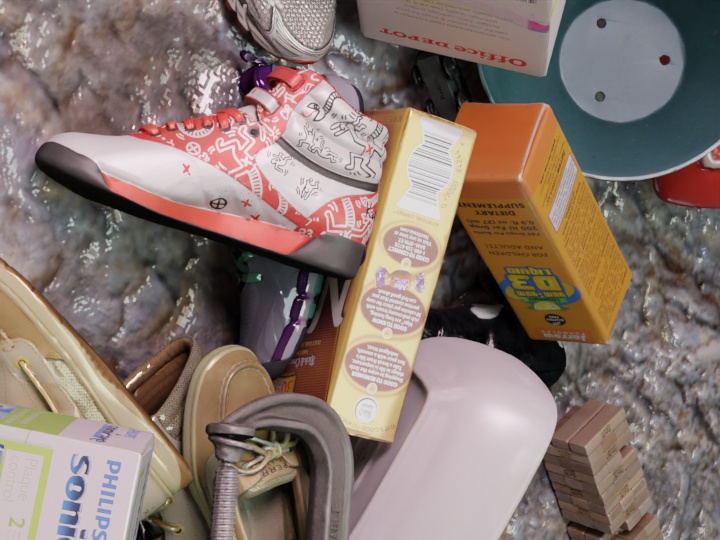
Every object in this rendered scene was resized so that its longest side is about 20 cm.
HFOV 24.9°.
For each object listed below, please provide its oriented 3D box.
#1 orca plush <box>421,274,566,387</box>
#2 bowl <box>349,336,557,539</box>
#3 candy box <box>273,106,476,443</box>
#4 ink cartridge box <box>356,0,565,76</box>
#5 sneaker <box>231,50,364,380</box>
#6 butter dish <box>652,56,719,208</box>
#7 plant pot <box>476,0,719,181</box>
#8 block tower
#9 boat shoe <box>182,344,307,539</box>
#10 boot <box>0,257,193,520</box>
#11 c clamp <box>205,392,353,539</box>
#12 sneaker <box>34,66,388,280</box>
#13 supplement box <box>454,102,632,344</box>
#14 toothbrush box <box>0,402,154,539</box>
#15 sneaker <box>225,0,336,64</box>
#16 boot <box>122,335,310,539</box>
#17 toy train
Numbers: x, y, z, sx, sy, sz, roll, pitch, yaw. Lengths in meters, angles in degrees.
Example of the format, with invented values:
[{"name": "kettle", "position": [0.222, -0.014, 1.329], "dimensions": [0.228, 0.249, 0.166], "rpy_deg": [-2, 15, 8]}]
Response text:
[{"name": "orca plush", "position": [0.095, 0.050, 1.173], "dimensions": [0.200, 0.071, 0.106], "rpy_deg": [37, 72, -41]}, {"name": "bowl", "position": [0.031, 0.132, 1.048], "dimensions": [0.074, 0.200, 0.201], "rpy_deg": [30, 93, -15]}, {"name": "candy box", "position": [0.000, 0.000, 1.035], "dimensions": [0.056, 0.117, 0.201], "rpy_deg": [15, 87, -26]}, {"name": "ink cartridge box", "position": [0.071, -0.217, 1.010], "dimensions": [0.200, 0.128, 0.126], "rpy_deg": [79, 27, -73]}, {"name": "sneaker", "position": [-0.066, -0.033, 1.021], "dimensions": [0.087, 0.074, 0.201], "rpy_deg": [17, 82, -23]}, {"name": "butter dish", "position": [0.327, -0.156, 1.316], "dimensions": [0.198, 0.148, 0.201], "rpy_deg": [0, 100, 1]}, {"name": "plant pot", "position": [0.185, -0.159, 1.160], "dimensions": [0.135, 0.199, 0.201], "rpy_deg": [9, 93, -81]}, {"name": "block tower", "position": [0.202, 0.198, 1.317], "dimensions": [0.058, 0.054, 0.201], "rpy_deg": [-38, 123, -31]}, {"name": "boat shoe", "position": [-0.056, 0.143, 0.961], "dimensions": [0.073, 0.063, 0.202], "rpy_deg": [-11, 100, -48]}, {"name": "boot", "position": [-0.209, 0.089, 0.885], "dimensions": [0.155, 0.073, 0.200], "rpy_deg": [-42, 104, -8]}, {"name": "c clamp", "position": [-0.059, 0.160, 0.901], "dimensions": [0.171, 0.027, 0.201], "rpy_deg": [23, 69, -45]}, {"name": "sneaker", "position": [-0.080, -0.074, 0.951], "dimensions": [0.201, 0.067, 0.108], "rpy_deg": [18, 84, -16]}, {"name": "supplement box", "position": [0.121, -0.028, 1.108], "dimensions": [0.200, 0.066, 0.069], "rpy_deg": [52, 49, -48]}, {"name": "toothbrush box", "position": [-0.215, 0.136, 0.809], "dimensions": [0.199, 0.086, 0.146], "rpy_deg": [12, 91, -4]}, {"name": "sneaker", "position": [-0.039, -0.224, 0.983], "dimensions": [0.078, 0.082, 0.201], "rpy_deg": [-17, 110, -40]}, {"name": "boot", "position": [-0.122, 0.156, 0.987], "dimensions": [0.200, 0.072, 0.155], "rpy_deg": [-56, 131, -27]}, {"name": "toy train", "position": [0.082, -0.073, 1.161], "dimensions": [0.046, 0.034, 0.201], "rpy_deg": [-75, 146, -55]}]
